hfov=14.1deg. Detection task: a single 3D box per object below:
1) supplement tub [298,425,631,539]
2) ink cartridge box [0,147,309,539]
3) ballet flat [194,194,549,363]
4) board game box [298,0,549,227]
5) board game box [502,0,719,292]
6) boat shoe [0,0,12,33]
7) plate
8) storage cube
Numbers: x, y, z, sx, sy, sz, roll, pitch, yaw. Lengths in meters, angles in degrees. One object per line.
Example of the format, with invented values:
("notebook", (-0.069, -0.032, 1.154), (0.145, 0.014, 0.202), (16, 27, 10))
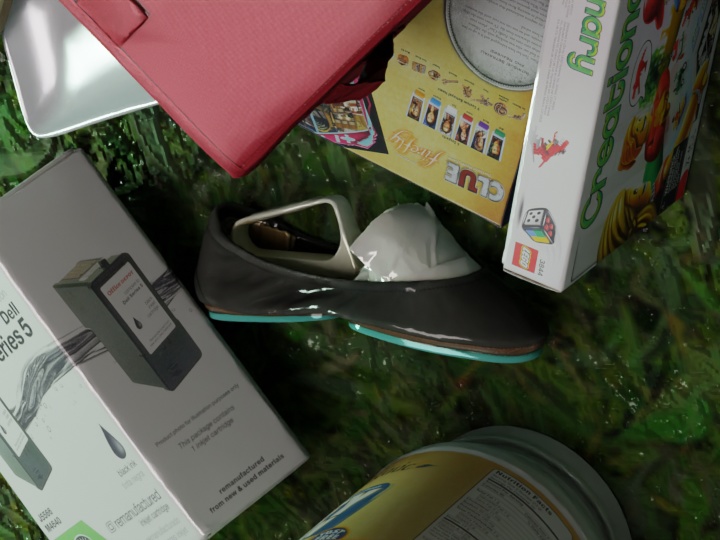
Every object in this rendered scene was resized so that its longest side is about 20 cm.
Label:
("supplement tub", (0.034, 0.170, 1.392), (0.144, 0.200, 0.145), (13, 118, 27))
("ink cartridge box", (-0.140, 0.057, 1.507), (0.200, 0.084, 0.145), (53, 146, 1))
("ballet flat", (0.000, 0.000, 1.424), (0.200, 0.068, 0.069), (7, 107, 30))
("board game box", (0.006, -0.123, 1.380), (0.200, 0.035, 0.136), (28, 124, 20))
("board game box", (0.119, -0.103, 1.257), (0.035, 0.126, 0.200), (23, 122, 23))
("boat shoe", (-0.209, -0.183, 1.429), (0.072, 0.068, 0.200), (38, 129, 33))
("plate", (-0.120, -0.176, 1.410), (0.199, 0.032, 0.201), (-11, 95, 48))
("storage cube", (-0.028, -0.180, 1.211), (0.200, 0.171, 0.180), (47, 119, -2))
